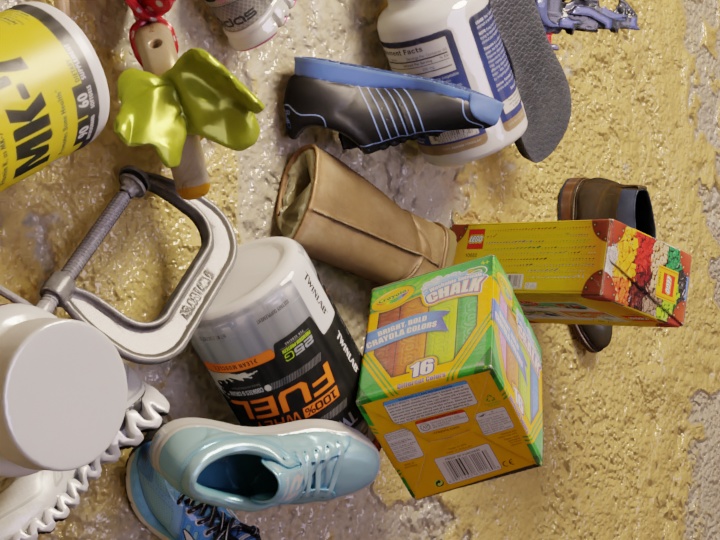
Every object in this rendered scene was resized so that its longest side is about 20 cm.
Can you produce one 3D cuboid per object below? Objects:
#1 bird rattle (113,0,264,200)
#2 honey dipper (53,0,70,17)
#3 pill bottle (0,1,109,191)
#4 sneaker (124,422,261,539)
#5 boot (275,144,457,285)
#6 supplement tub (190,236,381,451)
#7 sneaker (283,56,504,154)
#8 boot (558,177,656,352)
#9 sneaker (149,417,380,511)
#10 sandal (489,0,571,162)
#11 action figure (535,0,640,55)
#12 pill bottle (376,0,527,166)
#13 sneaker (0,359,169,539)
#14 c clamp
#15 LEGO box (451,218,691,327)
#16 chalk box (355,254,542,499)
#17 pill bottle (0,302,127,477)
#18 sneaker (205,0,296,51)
[{"bbox_3d":[-0.159,-0.146,1.143,0.112,0.200,0.163,-21,143,-14],"label":"bird rattle"},{"bbox_3d":[-0.231,-0.211,1.126,0.038,0.038,0.201,-14,101,-46],"label":"honey dipper"},{"bbox_3d":[-0.283,-0.103,1.014,0.200,0.114,0.115,-37,115,-40],"label":"pill bottle"},{"bbox_3d":[-0.118,0.210,1.198,0.078,0.090,0.200,-43,116,-38],"label":"sneaker"},{"bbox_3d":[0.000,0.000,1.352,0.200,0.066,0.176,26,62,-43],"label":"boot"},{"bbox_3d":[-0.062,0.082,1.238,0.123,0.122,0.200,-49,122,-35],"label":"supplement tub"},{"bbox_3d":[0.029,-0.142,1.325,0.199,0.070,0.078,10,100,-5],"label":"sneaker"},{"bbox_3d":[0.279,-0.005,1.616,0.075,0.097,0.201,-16,100,-45],"label":"boot"},{"bbox_3d":[-0.064,0.164,1.146,0.199,0.082,0.074,4,109,-28],"label":"sneaker"},{"bbox_3d":[0.165,-0.207,1.476,0.076,0.043,0.201,-30,119,-24],"label":"sandal"},{"bbox_3d":[0.193,-0.297,1.532,0.199,0.105,0.194,10,87,-23],"label":"action figure"},{"bbox_3d":[0.081,-0.212,1.401,0.111,0.111,0.201,-39,117,-39],"label":"pill bottle"},{"bbox_3d":[-0.236,0.139,1.101,0.081,0.075,0.200,54,50,-14],"label":"sneaker"},{"bbox_3d":[-0.188,-0.014,1.139,0.171,0.027,0.200,39,48,-5],"label":"c clamp"},{"bbox_3d":[0.207,0.004,1.466,0.149,0.200,0.077,19,76,-45],"label":"LEGO box"},{"bbox_3d":[0.082,0.076,1.270,0.200,0.124,0.124,-83,150,-53],"label":"chalk box"},{"bbox_3d":[-0.254,0.079,0.978,0.114,0.200,0.115,1,89,-46],"label":"pill bottle"},{"bbox_3d":[-0.081,-0.293,1.257,0.087,0.074,0.200,43,64,-44],"label":"sneaker"}]
